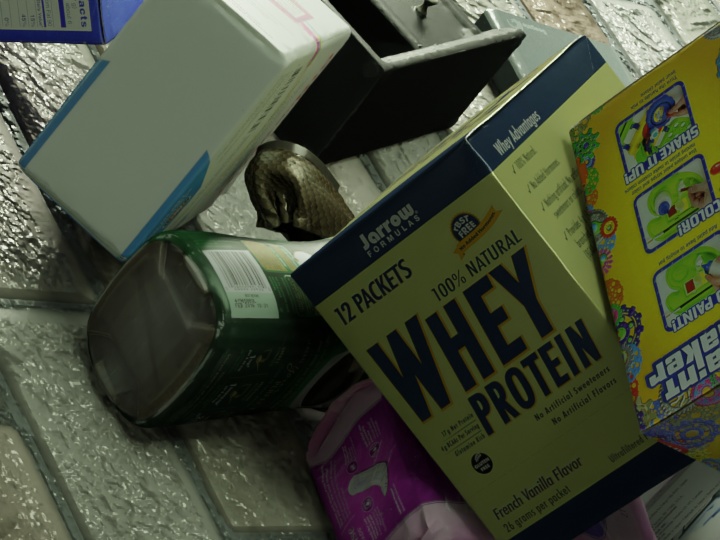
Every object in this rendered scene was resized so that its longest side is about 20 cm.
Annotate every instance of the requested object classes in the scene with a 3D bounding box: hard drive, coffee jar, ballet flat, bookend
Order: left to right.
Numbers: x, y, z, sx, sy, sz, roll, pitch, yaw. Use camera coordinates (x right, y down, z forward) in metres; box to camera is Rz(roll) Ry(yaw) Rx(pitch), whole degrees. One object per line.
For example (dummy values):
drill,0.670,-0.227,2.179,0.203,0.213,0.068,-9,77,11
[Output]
coffee jar,-0.047,0.030,1.457,0.199,0.104,0.086,0,50,-50
bookend,-0.023,-0.182,1.775,0.199,0.092,0.200,49,30,14
ballet flat,0.000,0.000,1.568,0.200,0.067,0.047,45,49,-33
hard drive,0.169,-0.100,1.947,0.139,0.033,0.201,12,40,-40

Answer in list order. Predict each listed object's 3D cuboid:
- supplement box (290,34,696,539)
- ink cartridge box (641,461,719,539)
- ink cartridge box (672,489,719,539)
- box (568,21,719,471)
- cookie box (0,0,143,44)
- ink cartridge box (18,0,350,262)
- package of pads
supplement box,0.104,0.012,1.436,0.200,0.134,0.200,52,30,-3
ink cartridge box,0.187,0.049,1.601,0.043,0.200,0.174,15,38,-35
ink cartridge box,0.271,0.179,1.643,0.146,0.086,0.200,37,28,-9
box,0.230,0.007,1.363,0.199,0.122,0.194,27,40,-39
cookie box,-0.199,-0.186,1.487,0.199,0.076,0.171,3,23,19
ink cartridge box,-0.093,-0.098,1.484,0.085,0.145,0.200,41,14,2
package of pads,0.075,0.137,1.484,0.199,0.076,0.121,17,35,-36
